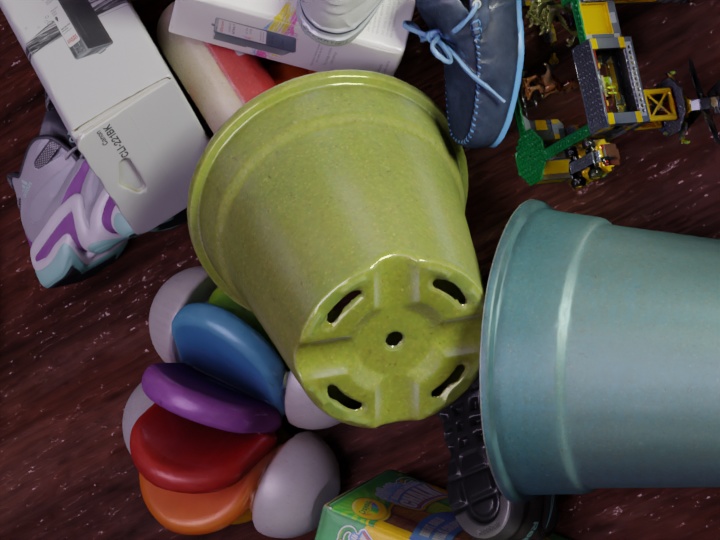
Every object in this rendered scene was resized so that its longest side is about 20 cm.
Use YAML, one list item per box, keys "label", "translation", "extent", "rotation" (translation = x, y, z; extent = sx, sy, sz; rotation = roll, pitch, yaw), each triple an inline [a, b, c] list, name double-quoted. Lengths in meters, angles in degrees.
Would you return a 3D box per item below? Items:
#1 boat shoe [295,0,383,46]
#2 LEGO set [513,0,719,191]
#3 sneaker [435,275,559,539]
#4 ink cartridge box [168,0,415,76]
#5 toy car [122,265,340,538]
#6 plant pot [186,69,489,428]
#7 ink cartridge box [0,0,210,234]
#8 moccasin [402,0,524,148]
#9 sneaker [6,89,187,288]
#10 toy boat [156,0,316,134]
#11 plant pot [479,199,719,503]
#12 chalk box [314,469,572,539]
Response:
- label: "boat shoe"
  translation: [0.023, -0.239, 1.564]
  extent: [0.073, 0.067, 0.200]
  rotation: [24, 67, -2]
- label: "LEGO set"
  translation: [0.169, -0.153, 1.559]
  extent: [0.154, 0.115, 0.201]
  rotation: [-42, 58, 57]
- label: "sneaker"
  translation: [0.092, 0.099, 1.642]
  extent: [0.075, 0.079, 0.201]
  rotation: [-25, 63, 37]
- label: "ink cartridge box"
  translation: [-0.060, -0.211, 1.611]
  extent: [0.199, 0.067, 0.118]
  rotation: [15, 69, -6]
- label: "toy car"
  translation: [-0.102, 0.099, 1.705]
  extent: [0.175, 0.150, 0.201]
  rotation: [24, 108, 25]
- label: "plant pot"
  translation: [0.000, 0.000, 1.546]
  extent: [0.201, 0.200, 0.184]
  rotation: [-58, 30, 23]
- label: "ink cartridge box"
  translation: [-0.185, -0.146, 1.683]
  extent: [0.084, 0.144, 0.200]
  rotation: [-30, 58, -1]
- label: "moccasin"
  translation: [0.063, -0.180, 1.554]
  extent: [0.080, 0.068, 0.201]
  rotation: [14, 107, 61]
- label: "sneaker"
  translation: [-0.195, -0.085, 1.777]
  extent: [0.200, 0.078, 0.140]
  rotation: [-28, 83, 29]
- label: "toy boat"
  translation: [-0.047, -0.128, 1.678]
  extent: [0.131, 0.131, 0.200]
  rotation: [-33, 79, -1]
- label: "plant pot"
  translation: [0.199, 0.059, 1.514]
  extent: [0.195, 0.200, 0.201]
  rotation: [4, 98, 22]
- label: "chalk box"
  translation: [0.031, 0.222, 1.649]
  extent: [0.199, 0.124, 0.124]
  rotation: [20, 106, 18]
